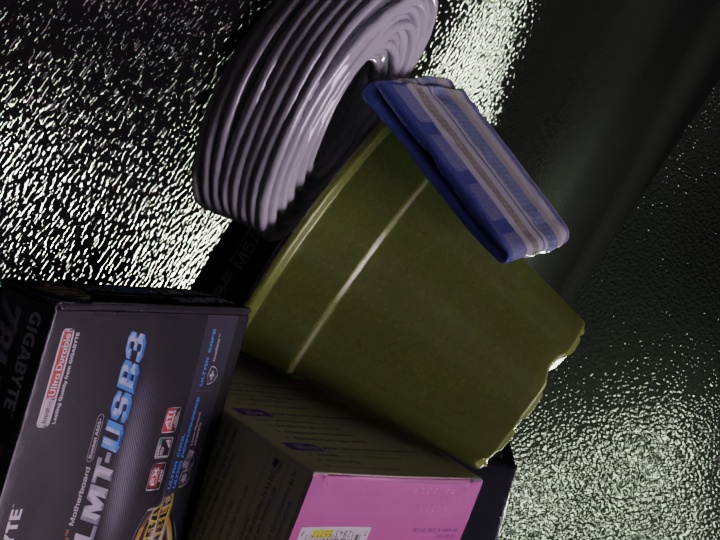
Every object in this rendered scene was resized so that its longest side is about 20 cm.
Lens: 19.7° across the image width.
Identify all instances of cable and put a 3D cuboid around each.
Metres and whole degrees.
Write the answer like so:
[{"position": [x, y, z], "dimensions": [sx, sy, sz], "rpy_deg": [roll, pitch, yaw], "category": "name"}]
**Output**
[{"position": [-0.029, -0.113, 1.319], "dimensions": [0.200, 0.069, 0.200], "rpy_deg": [-46, 163, -46], "category": "cable"}]

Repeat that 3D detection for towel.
[{"position": [0.072, -0.067, 1.354], "dimensions": [0.024, 0.147, 0.200], "rpy_deg": [-39, 174, 15], "category": "towel"}]

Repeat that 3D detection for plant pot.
[{"position": [0.040, 0.030, 1.376], "dimensions": [0.200, 0.190, 0.200], "rpy_deg": [-53, 177, -4], "category": "plant pot"}]

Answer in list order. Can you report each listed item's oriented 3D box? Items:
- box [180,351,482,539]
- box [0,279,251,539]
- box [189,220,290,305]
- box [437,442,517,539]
[{"position": [-0.057, 0.133, 1.363], "dimensions": [0.176, 0.200, 0.097], "rpy_deg": [9, 107, -50], "category": "box"}, {"position": [-0.158, 0.107, 1.204], "dimensions": [0.198, 0.050, 0.201], "rpy_deg": [5, 103, -62], "category": "box"}, {"position": [-0.039, -0.046, 1.516], "dimensions": [0.201, 0.047, 0.193], "rpy_deg": [-59, 171, 1], "category": "box"}, {"position": [0.010, 0.152, 1.640], "dimensions": [0.200, 0.196, 0.118], "rpy_deg": [-97, -158, -75], "category": "box"}]
